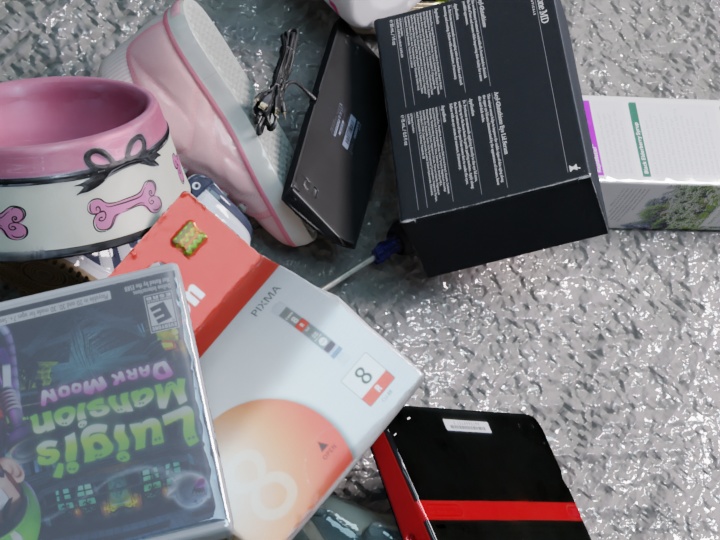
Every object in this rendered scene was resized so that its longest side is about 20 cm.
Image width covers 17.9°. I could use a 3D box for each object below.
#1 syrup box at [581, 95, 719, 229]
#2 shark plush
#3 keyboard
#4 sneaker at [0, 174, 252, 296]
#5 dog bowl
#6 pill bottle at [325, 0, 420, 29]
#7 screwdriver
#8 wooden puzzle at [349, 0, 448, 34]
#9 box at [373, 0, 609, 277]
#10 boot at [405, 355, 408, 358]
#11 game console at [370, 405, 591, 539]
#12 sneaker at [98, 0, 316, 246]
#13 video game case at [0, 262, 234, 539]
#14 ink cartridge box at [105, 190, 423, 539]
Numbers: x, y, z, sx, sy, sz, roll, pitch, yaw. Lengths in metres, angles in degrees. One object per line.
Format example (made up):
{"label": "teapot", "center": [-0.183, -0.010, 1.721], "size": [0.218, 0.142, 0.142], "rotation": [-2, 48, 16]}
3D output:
{"label": "syrup box", "center": [0.244, -0.083, 1.772], "size": [0.200, 0.079, 0.082], "rotation": [1, 64, -18]}
{"label": "shark plush", "center": [-0.038, 0.190, 1.544], "size": [0.200, 0.091, 0.083], "rotation": [22, 89, -13]}
{"label": "keyboard", "center": [-0.030, -0.116, 1.683], "size": [0.127, 0.021, 0.200], "rotation": [46, 37, -28]}
{"label": "sneaker", "center": [-0.168, -0.025, 1.604], "size": [0.200, 0.070, 0.109], "rotation": [20, 64, -16]}
{"label": "dog bowl", "center": [-0.216, -0.074, 1.543], "size": [0.200, 0.074, 0.200], "rotation": [-4, 22, 1]}
{"label": "pill bottle", "center": [-0.029, -0.289, 1.751], "size": [0.113, 0.113, 0.200], "rotation": [-30, 64, -29]}
{"label": "screwdriver", "center": [0.000, 0.000, 1.673], "size": [0.029, 0.028, 0.200], "rotation": [30, 50, 32]}
{"label": "wooden puzzle", "center": [0.066, -0.277, 1.837], "size": [0.185, 0.037, 0.200], "rotation": [-2, 64, -20]}
{"label": "box", "center": [0.095, -0.108, 1.682], "size": [0.141, 0.079, 0.200], "rotation": [-15, 52, 12]}
{"label": "boot", "center": [-0.058, 0.059, 1.567], "size": [0.144, 0.071, 0.201], "rotation": [51, 39, 1]}
{"label": "game console", "center": [0.091, 0.176, 1.564], "size": [0.200, 0.031, 0.177], "rotation": [9, 51, -52]}
{"label": "sneaker", "center": [-0.117, -0.090, 1.664], "size": [0.200, 0.105, 0.075], "rotation": [58, 15, -14]}
{"label": "video game case", "center": [-0.193, 0.101, 1.429], "size": [0.200, 0.023, 0.182], "rotation": [-13, 70, -2]}
{"label": "ink cartridge box", "center": [-0.084, 0.065, 1.461], "size": [0.200, 0.050, 0.162], "rotation": [41, 76, -3]}
